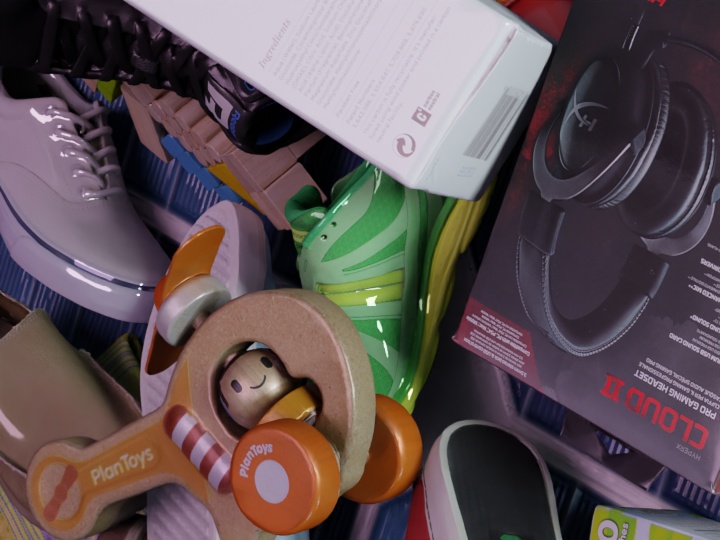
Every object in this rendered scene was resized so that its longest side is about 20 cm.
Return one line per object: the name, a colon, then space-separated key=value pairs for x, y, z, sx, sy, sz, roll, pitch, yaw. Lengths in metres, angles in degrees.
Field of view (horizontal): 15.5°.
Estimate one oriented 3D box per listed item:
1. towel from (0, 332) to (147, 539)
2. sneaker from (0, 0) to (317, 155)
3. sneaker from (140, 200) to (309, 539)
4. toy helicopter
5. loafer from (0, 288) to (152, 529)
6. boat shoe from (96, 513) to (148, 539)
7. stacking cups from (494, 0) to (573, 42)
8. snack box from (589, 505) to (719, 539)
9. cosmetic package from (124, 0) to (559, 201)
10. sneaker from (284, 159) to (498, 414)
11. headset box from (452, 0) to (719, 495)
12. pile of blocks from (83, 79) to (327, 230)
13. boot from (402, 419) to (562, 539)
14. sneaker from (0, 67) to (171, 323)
towel: x=-0.145 y=0.145 z=1.353 sx=0.200 sy=0.023 sz=0.144 roll=-50 pitch=55 yaw=28
sneaker: x=-0.089 y=-0.101 z=1.191 sx=0.073 sy=0.199 sz=0.112 roll=100 pitch=157 yaw=-49
sneaker: x=-0.053 y=0.070 z=1.237 sx=0.074 sy=0.082 sz=0.201 roll=-16 pitch=64 yaw=47
toy helicopter: x=-0.077 y=0.063 z=1.143 sx=0.200 sy=0.079 sz=0.133 roll=-25 pitch=84 yaw=36
loafer: x=-0.163 y=0.065 z=1.294 sx=0.200 sy=0.076 sz=0.068 roll=29 pitch=151 yaw=49
boat shoe: x=-0.098 y=0.220 z=1.271 sx=0.075 sy=0.075 sz=0.203 roll=11 pitch=111 yaw=14
stacking cups: x=0.049 y=-0.155 z=1.173 sx=0.061 sy=0.060 sz=0.200 roll=-47 pitch=63 yaw=31
snack box: x=0.142 y=0.206 z=1.050 sx=0.142 sy=0.053 sz=0.201 roll=14 pitch=97 yaw=51
cosmetic package: x=-0.024 y=-0.114 z=1.088 sx=0.200 sy=0.113 sz=0.081 roll=35 pitch=98 yaw=13
sneaker: x=0.000 y=0.000 z=1.173 sx=0.074 sy=0.083 sz=0.201 roll=-135 pitch=63 yaw=-78
headset box: x=0.134 y=-0.013 z=1.062 sx=0.149 sy=0.077 sz=0.201 roll=31 pitch=107 yaw=40
pile of blocks: x=-0.075 y=-0.090 z=1.288 sx=0.062 sy=0.082 sz=0.200 roll=-40 pitch=62 yaw=-16
boot: x=0.038 y=0.182 z=1.104 sx=0.200 sy=0.072 sz=0.144 roll=-94 pitch=24 yaw=-47
sneaker: x=-0.150 y=-0.050 z=1.334 sx=0.200 sy=0.073 sz=0.071 roll=45 pitch=124 yaw=37
